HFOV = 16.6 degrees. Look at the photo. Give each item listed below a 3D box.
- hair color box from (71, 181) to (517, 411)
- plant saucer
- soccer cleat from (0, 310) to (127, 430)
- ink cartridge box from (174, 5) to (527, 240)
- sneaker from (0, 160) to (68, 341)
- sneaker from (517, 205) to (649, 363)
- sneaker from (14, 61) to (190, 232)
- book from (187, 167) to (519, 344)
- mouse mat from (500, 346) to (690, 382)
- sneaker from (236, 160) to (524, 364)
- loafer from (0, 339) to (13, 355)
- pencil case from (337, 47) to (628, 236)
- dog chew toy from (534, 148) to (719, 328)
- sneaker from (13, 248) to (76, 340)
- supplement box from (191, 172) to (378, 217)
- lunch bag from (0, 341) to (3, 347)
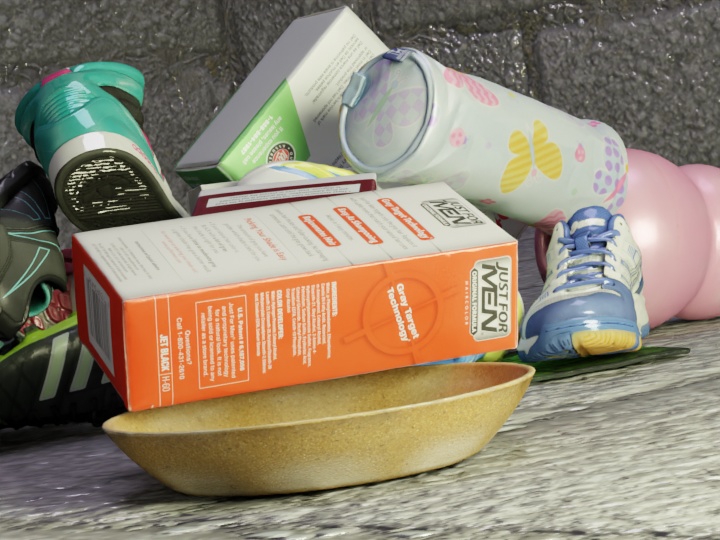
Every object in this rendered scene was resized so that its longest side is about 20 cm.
[{"bbox_3d":[-0.032,0.010,1.213,0.200,0.061,0.102,-9,23,-18],"label":"hair color box"},{"bbox_3d":[-0.017,0.074,1.131,0.200,0.036,0.200,-8,3,0],"label":"plant saucer"},{"bbox_3d":[-0.164,0.064,1.445,0.200,0.081,0.068,-29,-3,-10],"label":"soccer cleat"},{"bbox_3d":[-0.001,-0.054,1.658,0.146,0.200,0.084,-52,20,-19],"label":"ink cartridge box"},{"bbox_3d":[-0.212,-0.007,1.462,0.075,0.079,0.200,-40,5,15],"label":"sneaker"},{"bbox_3d":[0.132,0.007,1.490,0.075,0.088,0.200,-4,3,9],"label":"sneaker"},{"bbox_3d":[-0.152,-0.058,1.500,0.083,0.121,0.200,-21,-33,0],"label":"sneaker"},{"bbox_3d":[-0.005,0.000,1.586,0.200,0.134,0.048,-9,-3,-25],"label":"book"},{"bbox_3d":[0.078,0.060,1.487,0.200,0.008,0.161,-7,3,-28],"label":"mouse mat"},{"bbox_3d":[0.000,0.000,1.476,0.200,0.076,0.105,25,25,13],"label":"sneaker"},{"bbox_3d":[-0.194,0.037,1.673,0.200,0.072,0.063,-16,38,-17],"label":"loafer"},{"bbox_3d":[0.078,-0.077,1.555,0.200,0.083,0.091,16,-1,-41],"label":"pencil case"},{"bbox_3d":[0.219,-0.019,1.688,0.200,0.125,0.124,1,-2,-31],"label":"dog chew toy"},{"bbox_3d":[-0.161,0.044,1.587,0.075,0.081,0.200,-18,-27,39],"label":"sneaker"},{"bbox_3d":[-0.045,0.018,1.353,0.109,0.061,0.200,-5,26,8],"label":"supplement box"},{"bbox_3d":[-0.313,0.057,1.456,0.160,0.077,0.200,-28,-4,12],"label":"lunch bag"}]
